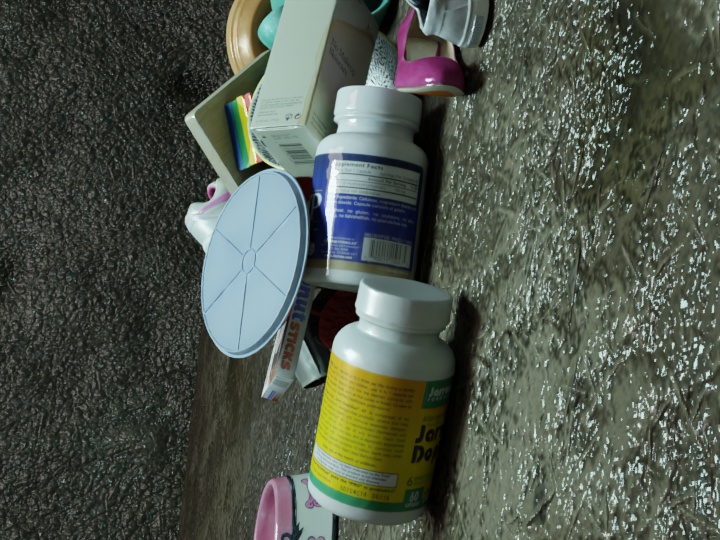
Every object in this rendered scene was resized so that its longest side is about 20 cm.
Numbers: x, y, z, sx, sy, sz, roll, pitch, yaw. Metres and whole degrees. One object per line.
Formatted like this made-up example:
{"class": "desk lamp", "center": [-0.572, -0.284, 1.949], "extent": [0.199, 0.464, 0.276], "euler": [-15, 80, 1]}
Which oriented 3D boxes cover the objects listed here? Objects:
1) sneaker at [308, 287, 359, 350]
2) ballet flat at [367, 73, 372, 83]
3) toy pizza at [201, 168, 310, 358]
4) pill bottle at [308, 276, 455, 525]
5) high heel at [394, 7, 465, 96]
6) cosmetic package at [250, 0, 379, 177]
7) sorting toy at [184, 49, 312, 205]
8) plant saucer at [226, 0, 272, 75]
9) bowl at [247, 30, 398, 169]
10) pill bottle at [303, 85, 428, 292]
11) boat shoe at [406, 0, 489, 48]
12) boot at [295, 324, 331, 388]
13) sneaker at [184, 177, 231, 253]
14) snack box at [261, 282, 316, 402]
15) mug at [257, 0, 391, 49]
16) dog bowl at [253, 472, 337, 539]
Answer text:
{"class": "sneaker", "center": [0.000, 0.000, 1.415], "extent": [0.096, 0.079, 0.201], "euler": [-69, -2, -61]}
{"class": "ballet flat", "center": [-0.015, -0.244, 1.587], "extent": [0.067, 0.067, 0.200], "euler": [-39, 2, -20]}
{"class": "toy pizza", "center": [-0.104, -0.007, 1.292], "extent": [0.200, 0.032, 0.202], "euler": [-25, 58, 48]}
{"class": "pill bottle", "center": [0.023, 0.112, 1.101], "extent": [0.113, 0.112, 0.202], "euler": [-129, 48, -73]}
{"class": "high heel", "center": [0.070, -0.222, 1.218], "extent": [0.200, 0.067, 0.097], "euler": [-90, 6, -79]}
{"class": "cosmetic package", "center": [-0.047, -0.214, 1.361], "extent": [0.104, 0.073, 0.201], "euler": [47, -131, -53]}
{"class": "sorting toy", "center": [-0.094, -0.160, 1.550], "extent": [0.069, 0.200, 0.200], "euler": [-18, 22, 38]}
{"class": "plant saucer", "center": [-0.081, -0.307, 1.659], "extent": [0.037, 0.199, 0.202], "euler": [5, 87, 63]}
{"class": "bowl", "center": [-0.024, -0.178, 1.454], "extent": [0.094, 0.199, 0.202], "euler": [47, -144, -50]}
{"class": "pill bottle", "center": [0.008, -0.080, 1.272], "extent": [0.120, 0.119, 0.202], "euler": [165, 112, -77]}
{"class": "boat shoe", "center": [0.074, -0.276, 1.215], "extent": [0.201, 0.068, 0.072], "euler": [-97, 20, -49]}
{"class": "boot", "center": [-0.088, 0.053, 1.602], "extent": [0.201, 0.072, 0.182], "euler": [57, -176, 4]}
{"class": "sneaker", "center": [-0.150, -0.096, 1.615], "extent": [0.200, 0.088, 0.082], "euler": [-41, -12, -38]}
{"class": "snack box", "center": [-0.072, 0.044, 1.402], "extent": [0.072, 0.024, 0.201], "euler": [123, 162, -61]}
{"class": "mug", "center": [-0.054, -0.350, 1.577], "extent": [0.114, 0.184, 0.153], "euler": [121, 138, -68]}
{"class": "dog bowl", "center": [-0.087, 0.345, 1.539], "extent": [0.200, 0.073, 0.202], "euler": [-173, 90, -78]}
